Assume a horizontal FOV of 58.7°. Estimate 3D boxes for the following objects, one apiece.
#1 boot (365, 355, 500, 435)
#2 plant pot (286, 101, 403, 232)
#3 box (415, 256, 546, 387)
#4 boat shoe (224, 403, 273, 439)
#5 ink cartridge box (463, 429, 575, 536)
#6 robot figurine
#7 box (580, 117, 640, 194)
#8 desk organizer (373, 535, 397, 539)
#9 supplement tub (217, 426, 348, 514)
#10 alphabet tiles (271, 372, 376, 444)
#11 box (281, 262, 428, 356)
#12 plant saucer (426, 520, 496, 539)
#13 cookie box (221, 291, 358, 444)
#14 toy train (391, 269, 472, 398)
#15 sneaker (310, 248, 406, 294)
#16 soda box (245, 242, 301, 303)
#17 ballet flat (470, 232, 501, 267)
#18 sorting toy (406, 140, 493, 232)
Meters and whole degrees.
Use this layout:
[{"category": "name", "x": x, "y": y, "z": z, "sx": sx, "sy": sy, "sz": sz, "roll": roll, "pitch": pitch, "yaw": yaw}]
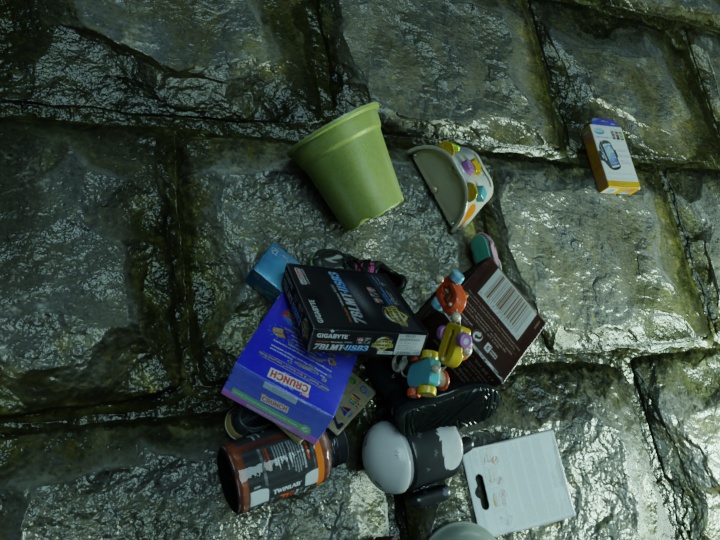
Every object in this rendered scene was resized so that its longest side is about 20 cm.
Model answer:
[{"category": "boot", "x": 0.120, "y": 0.193, "z": 1.107, "sx": 0.195, "sy": 0.078, "sz": 0.169, "roll": -8, "pitch": 31, "yaw": -16}, {"category": "plant pot", "x": -0.013, "y": -0.184, "z": 1.216, "sx": 0.198, "sy": 0.199, "sz": 0.187, "roll": -31, "pitch": 96, "yaw": -32}, {"category": "box", "x": 0.196, "y": 0.115, "z": 1.179, "sx": 0.166, "sy": 0.200, "sz": 0.164, "roll": 47, "pitch": 58, "yaw": 0}, {"category": "boat shoe", "x": -0.133, "y": 0.211, "z": 1.060, "sx": 0.198, "sy": 0.062, "sz": 0.076, "roll": -28, "pitch": 82, "yaw": -36}, {"category": "ink cartridge box", "x": 0.294, "y": 0.406, "z": 1.219, "sx": 0.195, "sy": 0.050, "sz": 0.166, "roll": -9, "pitch": 74, "yaw": -10}, {"category": "robot figurine", "x": 0.096, "y": 0.308, "z": 1.103, "sx": 0.196, "sy": 0.150, "sz": 0.128, "roll": -8, "pitch": 114, "yaw": -29}, {"category": "box", "x": 0.644, "y": -0.298, "z": 1.660, "sx": 0.116, "sy": 0.041, "sz": 0.205, "roll": -1, "pitch": 68, "yaw": -26}, {"category": "desk organizer", "x": 0.072, "y": 0.536, "z": 1.030, "sx": 0.076, "sy": 0.072, "sz": 0.202, "roll": -34, "pitch": 87, "yaw": -34}, {"category": "supplement tub", "x": -0.117, "y": 0.298, "z": 1.008, "sx": 0.196, "sy": 0.107, "sz": 0.109, "roll": -11, "pitch": 75, "yaw": -28}, {"category": "alphabet tiles", "x": -0.082, "y": 0.197, "z": 1.051, "sx": 0.166, "sy": 0.008, "sz": 0.199, "roll": 39, "pitch": 34, "yaw": 12}, {"category": "box", "x": -0.015, "y": 0.062, "z": 1.044, "sx": 0.194, "sy": 0.051, "sz": 0.201, "roll": 8, "pitch": 25, "yaw": -23}, {"category": "plant saucer", "x": 0.186, "y": 0.537, "z": 1.092, "sx": 0.195, "sy": 0.050, "sz": 0.205, "roll": 8, "pitch": 69, "yaw": -20}, {"category": "cookie box", "x": -0.101, "y": 0.149, "z": 1.023, "sx": 0.169, "sy": 0.076, "sz": 0.201, "roll": 29, "pitch": 33, "yaw": -1}, {"category": "toy train", "x": 0.130, "y": 0.111, "z": 1.024, "sx": 0.055, "sy": 0.202, "sz": 0.151, "roll": 19, "pitch": 24, "yaw": -25}, {"category": "sneaker", "x": 0.000, "y": 0.000, "z": 1.196, "sx": 0.196, "sy": 0.084, "sz": 0.079, "roll": 15, "pitch": 63, "yaw": -20}, {"category": "soda box", "x": -0.104, "y": 0.047, "z": 1.138, "sx": 0.199, "sy": 0.064, "sz": 0.068, "roll": 40, "pitch": 59, "yaw": -7}, {"category": "ballet flat", "x": 0.278, "y": 0.019, "z": 1.344, "sx": 0.070, "sy": 0.068, "sz": 0.205, "roll": 11, "pitch": 64, "yaw": -43}, {"category": "sorting toy", "x": 0.225, "y": -0.209, "z": 1.399, "sx": 0.179, "sy": 0.106, "sz": 0.203, "roll": -22, "pitch": 80, "yaw": -50}]
